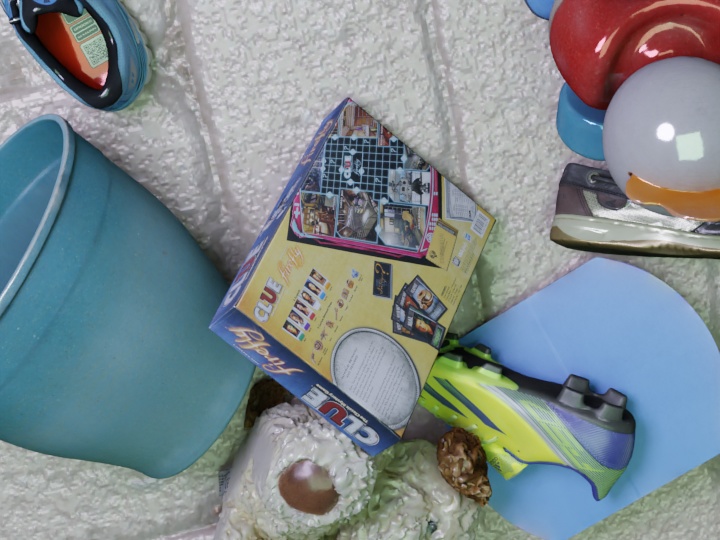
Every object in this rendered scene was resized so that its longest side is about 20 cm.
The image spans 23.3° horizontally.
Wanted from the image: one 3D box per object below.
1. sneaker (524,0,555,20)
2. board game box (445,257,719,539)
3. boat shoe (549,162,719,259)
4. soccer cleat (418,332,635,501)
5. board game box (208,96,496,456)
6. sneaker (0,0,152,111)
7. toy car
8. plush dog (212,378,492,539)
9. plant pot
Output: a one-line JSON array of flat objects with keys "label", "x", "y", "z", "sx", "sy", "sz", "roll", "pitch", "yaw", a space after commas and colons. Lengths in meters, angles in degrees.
[{"label": "sneaker", "x": 0.193, "y": -0.223, "z": 1.115, "sx": 0.199, "sy": 0.079, "sz": 0.066, "roll": -30, "pitch": 108, "yaw": 7}, {"label": "board game box", "x": 0.157, "y": 0.087, "z": 1.221, "sx": 0.199, "sy": 0.039, "sz": 0.159, "roll": -32, "pitch": 86, "yaw": 14}, {"label": "boat shoe", "x": 0.226, "y": -0.041, "z": 1.158, "sx": 0.199, "sy": 0.072, "sz": 0.067, "roll": 3, "pitch": 90, "yaw": 15}, {"label": "soccer cleat", "x": 0.088, "y": 0.099, "z": 1.187, "sx": 0.198, "sy": 0.065, "sz": 0.085, "roll": 19, "pitch": 106, "yaw": 13}, {"label": "board game box", "x": 0.000, "y": 0.000, "z": 1.117, "sx": 0.135, "sy": 0.201, "sz": 0.035, "roll": 39, "pitch": 138, "yaw": -14}, {"label": "sneaker", "x": -0.197, "y": -0.187, "z": 1.095, "sx": 0.078, "sy": 0.090, "sz": 0.201, "roll": -33, "pitch": 105, "yaw": 7}, {"label": "toy car", "x": 0.210, "y": -0.099, "z": 1.056, "sx": 0.175, "sy": 0.201, "sz": 0.185, "roll": -1, "pitch": 140, "yaw": -4}, {"label": "plush dog", "x": -0.001, "y": 0.157, "z": 1.186, "sx": 0.170, "sy": 0.161, "sz": 0.201, "roll": 19, "pitch": 127, "yaw": -13}, {"label": "plant pot", "x": -0.173, "y": 0.036, "z": 1.119, "sx": 0.187, "sy": 0.200, "sz": 0.200, "roll": 34, "pitch": 103, "yaw": -27}]
